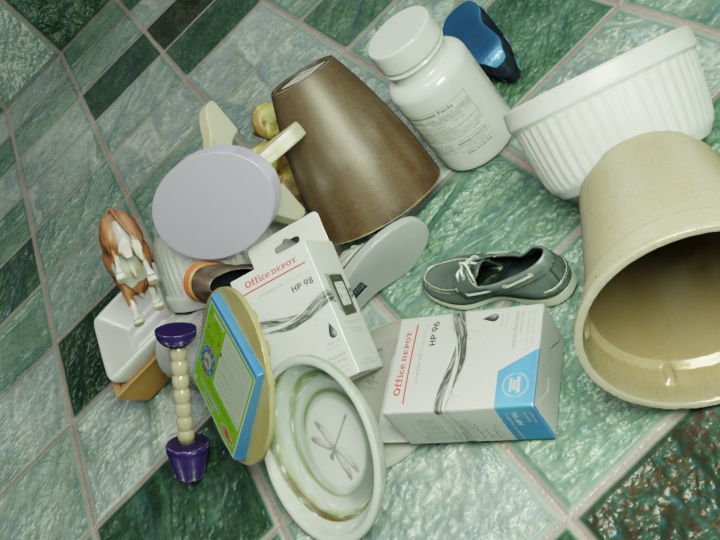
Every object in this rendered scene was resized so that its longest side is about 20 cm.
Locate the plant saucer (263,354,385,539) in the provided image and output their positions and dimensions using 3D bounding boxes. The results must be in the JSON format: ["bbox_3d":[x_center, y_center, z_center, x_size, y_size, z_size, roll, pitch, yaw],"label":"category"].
[{"bbox_3d":[-0.031,0.184,0.923,0.200,0.050,0.201,13,108,47],"label":"plant saucer"}]

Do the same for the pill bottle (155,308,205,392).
[{"bbox_3d":[-0.174,0.107,1.142,0.200,0.113,0.114,1,57,45],"label":"pill bottle"}]

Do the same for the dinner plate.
[{"bbox_3d":[0.017,0.136,0.998,0.200,0.024,0.201,-27,39,24],"label":"dinner plate"}]

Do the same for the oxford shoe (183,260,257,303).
[{"bbox_3d":[-0.120,0.023,1.117,0.072,0.199,0.072,10,100,57],"label":"oxford shoe"}]

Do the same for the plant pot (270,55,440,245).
[{"bbox_3d":[-0.025,-0.168,1.139,0.186,0.200,0.187,-28,20,11],"label":"plant pot"}]

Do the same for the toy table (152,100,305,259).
[{"bbox_3d":[-0.156,-0.107,1.073,0.199,0.184,0.117,-14,28,35],"label":"toy table"}]

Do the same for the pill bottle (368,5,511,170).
[{"bbox_3d":[0.101,-0.231,1.113,0.114,0.200,0.115,-27,39,25],"label":"pill bottle"}]

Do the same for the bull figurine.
[{"bbox_3d":[-0.314,-0.001,1.211,0.065,0.200,0.122,-24,61,-11],"label":"bull figurine"}]

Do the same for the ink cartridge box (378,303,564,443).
[{"bbox_3d":[0.096,0.108,0.885,0.199,0.068,0.116,-9,49,30],"label":"ink cartridge box"}]

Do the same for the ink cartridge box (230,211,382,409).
[{"bbox_3d":[-0.071,0.043,1.006,0.116,0.067,0.201,-28,79,25],"label":"ink cartridge box"}]

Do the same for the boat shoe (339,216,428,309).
[{"bbox_3d":[0.000,0.000,1.112,0.200,0.072,0.066,-48,38,11],"label":"boat shoe"}]

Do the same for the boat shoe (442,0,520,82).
[{"bbox_3d":[0.169,-0.316,1.245,0.084,0.069,0.200,-40,34,23],"label":"boat shoe"}]

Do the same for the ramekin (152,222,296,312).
[{"bbox_3d":[-0.195,-0.031,1.230,0.199,0.105,0.200,-20,14,5],"label":"ramekin"}]

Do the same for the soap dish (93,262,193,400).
[{"bbox_3d":[-0.320,0.092,1.330,0.157,0.081,0.200,-45,36,2],"label":"soap dish"}]

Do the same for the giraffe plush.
[{"bbox_3d":[-0.097,-0.199,1.345,0.201,0.172,0.162,-64,16,-6],"label":"giraffe plush"}]

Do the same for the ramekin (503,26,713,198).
[{"bbox_3d":[0.257,-0.153,0.890,0.200,0.105,0.200,-25,4,2],"label":"ramekin"}]

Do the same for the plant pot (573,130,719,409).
[{"bbox_3d":[0.268,-0.016,0.751,0.200,0.200,0.184,-29,34,23],"label":"plant pot"}]

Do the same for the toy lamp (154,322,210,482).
[{"bbox_3d":[-0.218,0.166,1.084,0.058,0.201,0.058,-1,18,0],"label":"toy lamp"}]

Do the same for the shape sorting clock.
[{"bbox_3d":[-0.138,0.117,0.982,0.200,0.039,0.201,9,101,57],"label":"shape sorting clock"}]

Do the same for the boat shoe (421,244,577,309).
[{"bbox_3d":[0.140,-0.001,0.970,0.200,0.062,0.073,1,56,46],"label":"boat shoe"}]
